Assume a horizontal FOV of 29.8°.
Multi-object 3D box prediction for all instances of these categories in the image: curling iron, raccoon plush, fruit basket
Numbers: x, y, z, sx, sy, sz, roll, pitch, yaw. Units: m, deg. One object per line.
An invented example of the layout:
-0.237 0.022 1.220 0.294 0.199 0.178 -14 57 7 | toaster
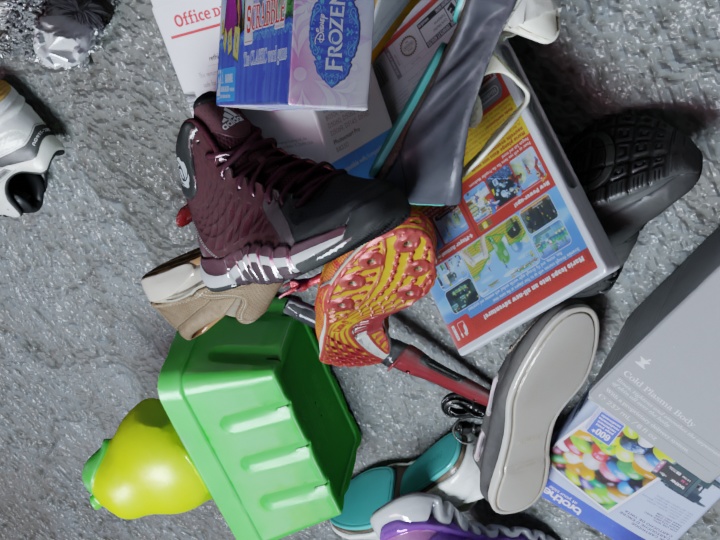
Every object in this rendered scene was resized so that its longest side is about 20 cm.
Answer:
0.028 0.074 1.025 0.199 0.026 0.050 31 112 -16 | curling iron
-0.210 -0.157 0.880 0.096 0.201 0.135 23 127 -8 | raccoon plush
-0.123 0.132 1.116 0.213 0.156 0.217 7 129 9 | fruit basket

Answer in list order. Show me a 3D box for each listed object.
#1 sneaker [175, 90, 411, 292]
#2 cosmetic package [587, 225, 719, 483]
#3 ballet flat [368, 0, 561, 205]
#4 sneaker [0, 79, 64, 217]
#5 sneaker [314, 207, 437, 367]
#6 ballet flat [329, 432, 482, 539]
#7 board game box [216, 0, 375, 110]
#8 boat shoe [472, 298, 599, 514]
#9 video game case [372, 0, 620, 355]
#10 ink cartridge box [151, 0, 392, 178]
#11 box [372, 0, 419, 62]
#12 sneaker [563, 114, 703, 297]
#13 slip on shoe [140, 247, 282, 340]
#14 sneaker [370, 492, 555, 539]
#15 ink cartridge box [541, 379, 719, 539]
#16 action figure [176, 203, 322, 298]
-0.058 -0.055 0.791 0.199 0.075 0.117 -13 101 54 | sneaker
0.241 0.035 0.835 0.106 0.090 0.200 35 143 3 | cosmetic package
0.072 -0.126 0.760 0.073 0.073 0.202 26 102 9 | ballet flat
-0.307 -0.066 1.111 0.087 0.076 0.200 40 140 -7 | sneaker
0.000 0.000 0.885 0.072 0.078 0.200 0 158 -14 | sneaker
0.048 0.194 1.141 0.069 0.070 0.200 43 137 -11 | ballet flat
-0.034 -0.182 0.679 0.041 0.202 0.200 2 -175 -16 | board game box
0.117 0.091 0.981 0.057 0.066 0.202 -123 34 -44 | boat shoe
0.065 -0.063 0.840 0.143 0.017 0.202 -35 77 48 | video game case
-0.056 -0.131 0.856 0.115 0.067 0.202 -2 113 46 | ink cartridge box
0.027 -0.207 0.717 0.041 0.119 0.201 27 139 8 | box
0.146 -0.031 0.857 0.090 0.076 0.199 37 146 -20 | sneaker
-0.080 0.005 0.957 0.199 0.076 0.061 -19 100 42 | slip on shoe
0.093 0.251 1.100 0.199 0.089 0.080 23 136 -32 | sneaker
0.202 0.146 1.006 0.119 0.042 0.201 31 141 5 | ink cartridge box
-0.045 -0.020 1.005 0.198 0.052 0.066 3 126 29 | action figure
